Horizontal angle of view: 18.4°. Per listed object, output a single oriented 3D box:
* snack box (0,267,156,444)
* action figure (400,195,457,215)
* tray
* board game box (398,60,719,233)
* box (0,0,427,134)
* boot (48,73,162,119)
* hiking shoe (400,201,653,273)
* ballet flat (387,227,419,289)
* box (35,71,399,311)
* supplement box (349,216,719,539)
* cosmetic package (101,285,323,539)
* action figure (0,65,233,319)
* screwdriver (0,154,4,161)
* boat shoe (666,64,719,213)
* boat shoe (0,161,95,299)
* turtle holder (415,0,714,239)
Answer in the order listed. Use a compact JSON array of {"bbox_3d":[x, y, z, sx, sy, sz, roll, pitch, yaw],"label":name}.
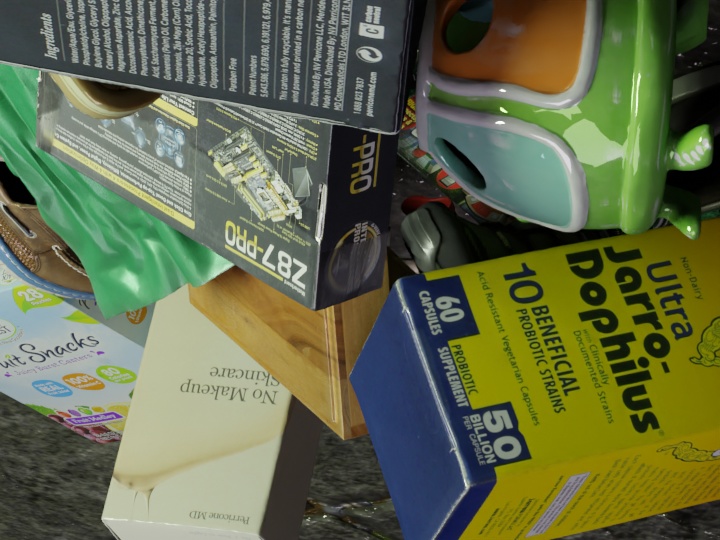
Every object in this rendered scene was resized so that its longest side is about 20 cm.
[{"bbox_3d":[-0.185,0.039,1.465,0.169,0.068,0.200,-15,142,43],"label":"snack box"},{"bbox_3d":[0.076,0.005,1.284,0.099,0.065,0.200,11,150,47],"label":"action figure"},{"bbox_3d":[-0.044,0.005,1.194,0.037,0.099,0.200,-16,-153,-24],"label":"tray"},{"bbox_3d":[0.098,-0.059,1.164,0.105,0.023,0.200,-33,136,21],"label":"board game box"},{"bbox_3d":[-0.062,-0.177,0.829,0.197,0.200,0.124,9,152,3],"label":"box"},{"bbox_3d":[-0.160,-0.132,0.983,0.072,0.200,0.155,-20,167,-36],"label":"boot"},{"bbox_3d":[0.103,-0.003,1.170,0.101,0.076,0.200,-43,139,16],"label":"hiking shoe"},{"bbox_3d":[0.000,0.000,1.231,0.063,0.200,0.069,-12,128,-21],"label":"ballet flat"},{"bbox_3d":[-0.065,-0.094,0.979,0.200,0.049,0.161,29,124,38],"label":"box"},{"bbox_3d":[0.112,0.056,1.075,0.200,0.109,0.110,-11,155,-19],"label":"supplement box"},{"bbox_3d":[-0.077,0.076,1.342,0.103,0.200,0.073,3,152,16],"label":"cosmetic package"},{"bbox_3d":[-0.149,-0.074,1.151,0.118,0.055,0.200,-24,109,38],"label":"action figure"},{"bbox_3d":[-0.150,-0.055,1.253,0.200,0.028,0.029,8,-177,-34],"label":"screwdriver"},{"bbox_3d":[0.218,-0.077,1.075,0.072,0.061,0.201,26,150,-29],"label":"boat shoe"},{"bbox_3d":[-0.189,-0.045,1.292,0.072,0.072,0.200,-12,145,37],"label":"boat shoe"},{"bbox_3d":[0.095,-0.088,1.031,0.132,0.141,0.186,3,-176,5],"label":"turtle holder"}]
